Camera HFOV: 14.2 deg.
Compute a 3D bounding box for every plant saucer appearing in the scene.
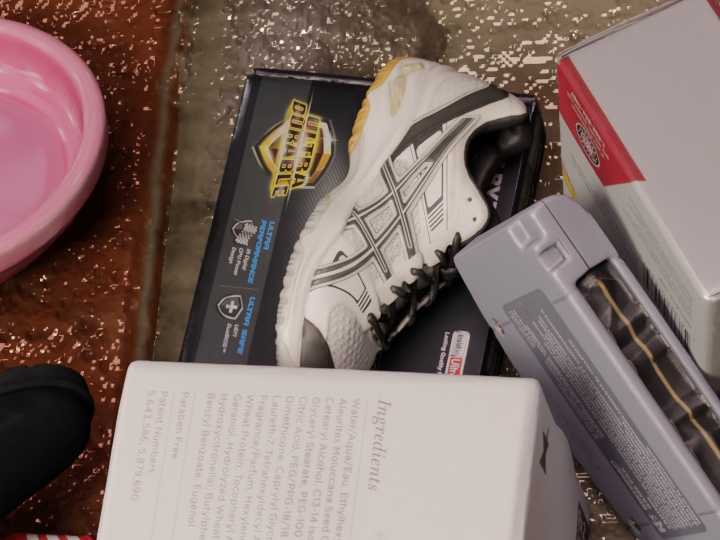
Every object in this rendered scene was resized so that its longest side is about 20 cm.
[{"bbox_3d":[-0.229,-0.052,1.532,0.199,0.051,0.201,-6,47,6],"label":"plant saucer"}]

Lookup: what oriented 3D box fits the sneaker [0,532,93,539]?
[{"bbox_3d":[-0.155,0.215,1.402,0.115,0.078,0.201,-9,65,10],"label":"sneaker"}]

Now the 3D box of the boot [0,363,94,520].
[{"bbox_3d":[-0.196,0.150,1.373,0.199,0.077,0.169,-22,56,-10],"label":"boot"}]

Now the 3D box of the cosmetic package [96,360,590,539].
[{"bbox_3d":[-0.007,0.150,1.349,0.199,0.165,0.166,2,66,15],"label":"cosmetic package"}]

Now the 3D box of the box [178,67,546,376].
[{"bbox_3d":[0.000,0.000,1.482,0.158,0.046,0.201,7,67,15],"label":"box"}]

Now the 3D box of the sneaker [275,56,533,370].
[{"bbox_3d":[0.024,-0.013,1.415,0.087,0.076,0.201,15,70,18],"label":"sneaker"}]

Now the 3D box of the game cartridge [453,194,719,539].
[{"bbox_3d":[0.123,0.060,1.355,0.040,0.133,0.200,-35,92,-19],"label":"game cartridge"}]

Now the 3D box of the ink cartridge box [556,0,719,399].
[{"bbox_3d":[0.161,-0.012,1.365,0.082,0.200,0.146,-26,63,-8],"label":"ink cartridge box"}]
